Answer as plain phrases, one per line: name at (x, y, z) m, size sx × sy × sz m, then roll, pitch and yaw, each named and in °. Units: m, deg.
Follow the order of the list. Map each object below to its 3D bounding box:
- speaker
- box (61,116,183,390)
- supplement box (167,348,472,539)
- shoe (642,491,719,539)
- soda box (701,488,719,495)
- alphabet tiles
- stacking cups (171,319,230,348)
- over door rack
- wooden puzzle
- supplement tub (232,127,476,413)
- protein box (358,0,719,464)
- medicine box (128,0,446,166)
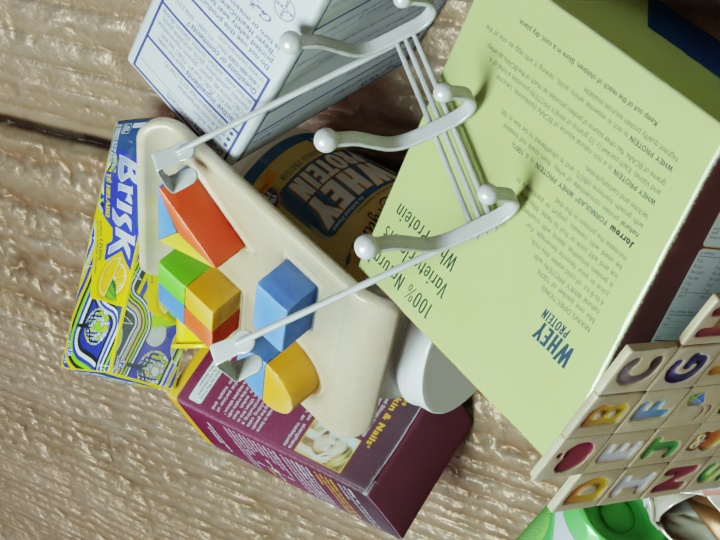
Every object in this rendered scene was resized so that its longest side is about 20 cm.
speaker at (0.146, 0.219, 1.189) m, size 0.088 × 0.088 × 0.200 m, roll 44°, pitch 139°, yaw 12°
box at (-0.166, -0.013, 1.260) m, size 0.064 × 0.070 × 0.201 m, roll 1°, pitch 76°, yaw 43°
supplement box at (-0.031, 0.106, 1.247) m, size 0.200 × 0.110 × 0.086 m, roll 22°, pitch 158°, yaw 32°
shoe at (0.235, 0.159, 1.087) m, size 0.200 × 0.053 × 0.070 m, roll 44°, pitch 138°, yaw 13°
soda box at (0.285, 0.085, 0.980) m, size 0.200 × 0.064 × 0.069 m, roll -15°, pitch 106°, yaw 47°
alphabet tiles at (0.186, 0.068, 0.851) m, size 0.167 × 0.200 × 0.006 m, roll -59°, pitch 47°, yaw 37°
stacking cups at (-0.115, -0.041, 1.225) m, size 0.060 × 0.060 × 0.201 m, roll -2°, pitch 90°, yaw 45°
over door rack at (-0.027, -0.049, 0.898) m, size 0.200 × 0.067 × 0.148 m, roll -31°, pitch 61°, yaw 20°
wooden puzzle at (-0.072, 0.017, 1.045) m, size 0.200 × 0.046 × 0.185 m, roll 38°, pitch 152°, yaw 15°
supplement tub at (0.000, 0.000, 1.136) m, size 0.200 × 0.145 × 0.145 m, roll 28°, pitch 133°, yaw 27°
protein box at (0.135, -0.032, 0.903) m, size 0.199 × 0.135 × 0.200 m, roll 46°, pitch 121°, yaw 42°
medicine box at (-0.022, -0.187, 0.999) m, size 0.103 × 0.182 × 0.200 m, roll 47°, pitch 139°, yaw 9°
